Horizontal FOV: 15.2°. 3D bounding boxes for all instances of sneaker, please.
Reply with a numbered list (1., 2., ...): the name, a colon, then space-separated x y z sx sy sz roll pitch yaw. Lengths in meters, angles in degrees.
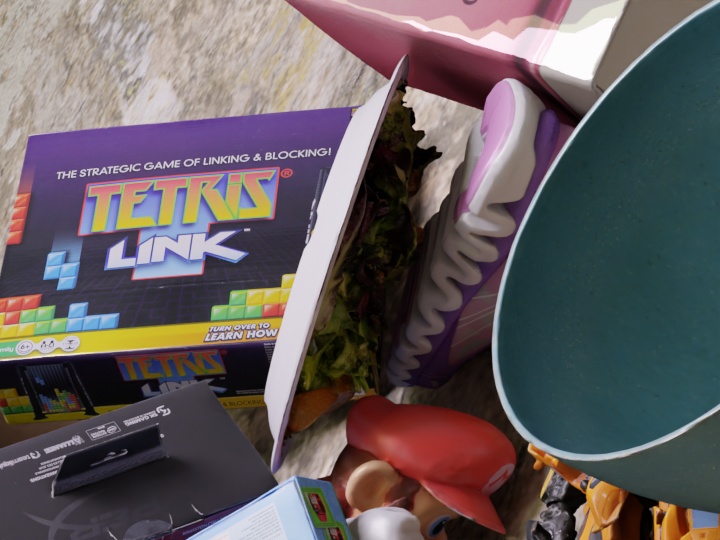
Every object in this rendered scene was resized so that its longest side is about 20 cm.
1. sneaker: 0.072 -0.001 1.240 0.200 0.088 0.081 118 166 -53

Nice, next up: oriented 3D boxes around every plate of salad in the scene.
1. plate of salad: 0.000 0.000 1.232 0.200 0.048 0.201 18 -90 -87

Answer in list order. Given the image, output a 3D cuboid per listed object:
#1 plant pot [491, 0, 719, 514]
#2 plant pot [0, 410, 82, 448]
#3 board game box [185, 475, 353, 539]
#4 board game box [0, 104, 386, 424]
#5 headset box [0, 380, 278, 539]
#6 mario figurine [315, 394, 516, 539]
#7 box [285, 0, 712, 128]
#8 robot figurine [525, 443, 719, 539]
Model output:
1. plant pot: 0.164 0.011 0.984 0.200 0.135 0.200 -39 32 30
2. plant pot: -0.218 0.169 1.451 0.177 0.200 0.200 -42 29 52
3. board game box: -0.044 0.209 1.122 0.151 0.037 0.200 -31 66 23
4. board game box: -0.086 -0.005 1.413 0.199 0.057 0.166 -5 49 10
5. headset box: -0.131 0.146 1.264 0.075 0.148 0.200 52 144 29
6. mario figurine: -0.007 0.144 1.205 0.200 0.106 0.124 -40 29 6
7. box: 0.083 -0.141 1.246 0.200 0.109 0.128 21 82 40
8. robot figurine: 0.111 0.106 1.070 0.145 0.058 0.200 -36 34 35
